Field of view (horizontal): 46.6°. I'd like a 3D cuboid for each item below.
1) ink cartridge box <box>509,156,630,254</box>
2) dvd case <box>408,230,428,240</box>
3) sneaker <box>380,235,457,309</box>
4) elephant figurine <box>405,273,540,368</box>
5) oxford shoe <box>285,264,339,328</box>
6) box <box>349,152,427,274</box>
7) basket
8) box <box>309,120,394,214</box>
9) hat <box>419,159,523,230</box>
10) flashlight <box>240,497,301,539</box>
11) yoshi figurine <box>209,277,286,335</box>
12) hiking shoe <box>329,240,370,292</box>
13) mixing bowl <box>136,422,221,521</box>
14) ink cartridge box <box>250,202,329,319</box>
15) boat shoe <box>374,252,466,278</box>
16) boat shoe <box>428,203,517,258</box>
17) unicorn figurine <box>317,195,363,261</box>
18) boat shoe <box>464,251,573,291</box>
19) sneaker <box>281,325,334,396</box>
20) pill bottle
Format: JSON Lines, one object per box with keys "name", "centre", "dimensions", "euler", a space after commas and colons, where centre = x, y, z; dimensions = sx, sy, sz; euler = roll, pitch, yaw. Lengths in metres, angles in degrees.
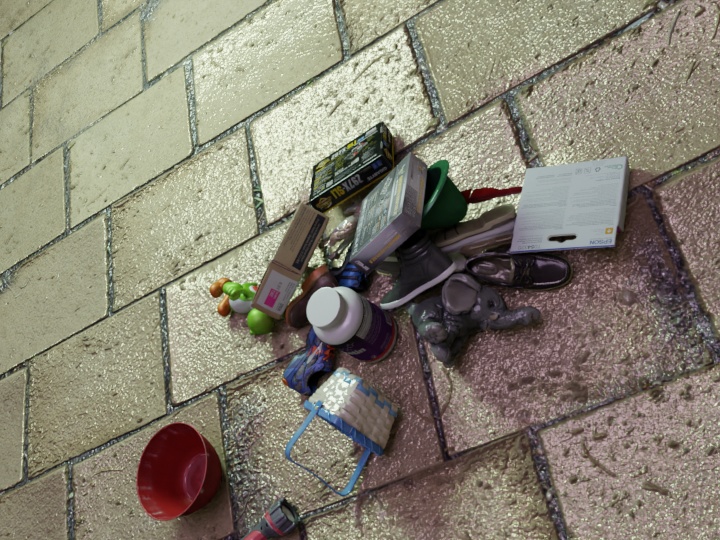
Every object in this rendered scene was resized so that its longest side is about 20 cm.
{"name": "ink cartridge box", "centre": [0.382, -0.109, 1.519], "dimensions": [0.194, 0.043, 0.202], "euler": [-3, 56, 33]}
{"name": "dvd case", "centre": [0.073, -0.107, 1.699], "dimensions": [0.146, 0.016, 0.201], "euler": [-10, 37, 20]}
{"name": "sneaker", "centre": [0.090, -0.001, 1.604], "dimensions": [0.199, 0.071, 0.100], "euler": [-35, 93, 42]}
{"name": "elephant figurine", "centre": [0.204, 0.075, 1.547], "dimensions": [0.199, 0.142, 0.156], "euler": [-38, 94, 6]}
{"name": "oxford shoe", "centre": [-0.100, 0.074, 1.742], "dimensions": [0.073, 0.071, 0.201], "euler": [48, 142, 13]}
{"name": "box", "centre": [0.055, -0.110, 1.593], "dimensions": [0.158, 0.048, 0.201], "euler": [-42, 24, 34]}
{"name": "basket", "centre": [-0.033, 0.304, 1.575], "dimensions": [0.138, 0.176, 0.201], "euler": [10, 62, 51]}
{"name": "box", "centre": [-0.020, -0.223, 1.823], "dimensions": [0.198, 0.049, 0.161], "euler": [-31, 28, 20]}
{"name": "hat", "centre": [0.184, -0.101, 1.611], "dimensions": [0.200, 0.175, 0.167], "euler": [-41, 23, 40]}
{"name": "flashlight", "centre": [-0.207, 0.538, 1.655], "dimensions": [0.200, 0.068, 0.068], "euler": [-43, 56, 10]}
{"name": "yoshi figurine", "centre": [-0.253, 0.086, 1.861], "dimensions": [0.198, 0.112, 0.114], "euler": [12, 93, 34]}
{"name": "hiking shoe", "centre": [0.000, 0.000, 1.748], "dimensions": [0.200, 0.074, 0.087], "euler": [-48, 59, 20]}
{"name": "mixing bowl", "centre": [-0.369, 0.434, 1.782], "dimensions": [0.198, 0.108, 0.203], "euler": [-13, 64, 29]}
{"name": "ink cartridge box", "centre": [-0.149, -0.016, 1.749], "dimensions": [0.200, 0.074, 0.166], "euler": [-56, 10, 55]}
{"name": "boat shoe", "centre": [0.116, -0.013, 1.669], "dimensions": [0.199, 0.061, 0.072], "euler": [9, 42, 20]}
{"name": "boat shoe", "centre": [0.212, -0.057, 1.602], "dimensions": [0.197, 0.069, 0.075], "euler": [-19, 25, 18]}
{"name": "unicorn figurine", "centre": [-0.028, -0.090, 1.777], "dimensions": [0.138, 0.074, 0.200], "euler": [-49, 17, 5]}
{"name": "boat shoe", "centre": [0.285, 0.002, 1.527], "dimensions": [0.197, 0.065, 0.075], "euler": [0, 93, 24]}
{"name": "sneaker", "centre": [-0.078, 0.173, 1.728], "dimensions": [0.078, 0.075, 0.202], "euler": [36, 101, 30]}
{"name": "pill bottle", "centre": [-0.019, 0.102, 1.625], "dimensions": [0.111, 0.199, 0.114], "euler": [-14, 63, 29]}
